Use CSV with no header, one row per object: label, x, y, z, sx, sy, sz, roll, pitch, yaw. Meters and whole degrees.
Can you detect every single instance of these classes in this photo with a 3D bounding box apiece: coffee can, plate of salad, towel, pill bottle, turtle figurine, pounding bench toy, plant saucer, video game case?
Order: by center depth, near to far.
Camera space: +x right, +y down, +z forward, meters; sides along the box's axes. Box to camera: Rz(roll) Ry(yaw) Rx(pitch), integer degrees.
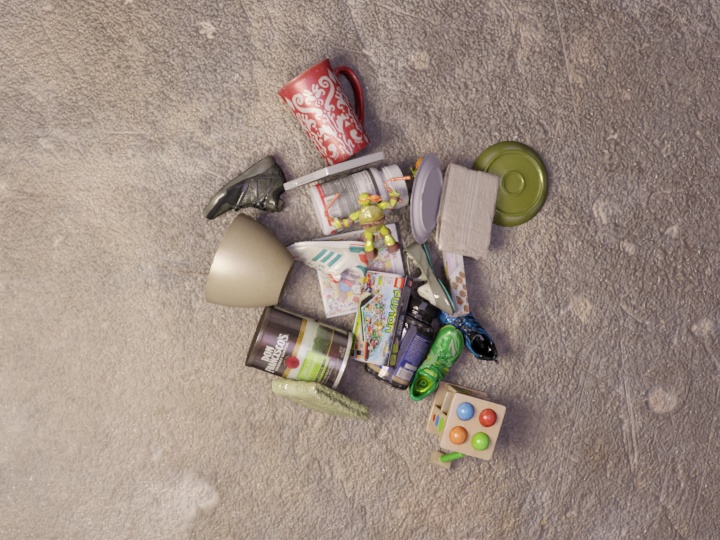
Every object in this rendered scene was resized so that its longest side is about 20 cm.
video game case,-0.059,-0.209,1.502,0.142,0.199,0.018,-21,98,-30
turtle figurine,0.035,-0.108,1.511,0.199,0.064,0.162,-24,121,-4
towel,-0.083,0.281,1.540,0.200,0.148,0.037,37,62,-42
coffee can,-0.135,0.170,1.560,0.199,0.146,0.147,20,90,-10
plate of salad,0.138,-0.160,1.575,0.048,0.200,0.202,9,92,22
pill bottle,-0.003,-0.161,1.577,0.198,0.114,0.115,-18,96,-8
pill bottle,0.098,0.158,1.610,0.111,0.112,0.201,27,91,-9
towel,0.242,-0.132,1.614,0.131,0.034,0.202,12,85,-17
pounding bench toy,0.228,0.376,1.623,0.123,0.156,0.202,16,91,-9
video game case,0.000,0.000,1.633,0.198,0.023,0.184,-12,95,-8
plant saucer,0.353,-0.204,1.671,0.198,0.031,0.202,0,93,-8

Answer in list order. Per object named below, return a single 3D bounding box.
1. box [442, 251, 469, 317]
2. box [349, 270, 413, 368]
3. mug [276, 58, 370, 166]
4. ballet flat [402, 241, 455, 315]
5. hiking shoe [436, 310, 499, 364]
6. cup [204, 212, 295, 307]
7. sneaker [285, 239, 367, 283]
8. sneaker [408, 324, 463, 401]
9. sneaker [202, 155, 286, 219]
box,0.214,0.005,1.626,0.038,0.041,0.202,-2,76,-9
box,0.043,0.106,1.570,0.109,0.035,0.202,6,80,33
mug,-0.056,-0.348,1.552,0.177,0.133,0.201,-33,101,-4
ballet flat,0.149,0.025,1.604,0.063,0.068,0.201,-22,61,-1
hiking shoe,0.248,0.130,1.646,0.200,0.087,0.074,43,87,-9
cup,-0.220,-0.002,1.499,0.142,0.200,0.202,21,90,0
sneaker,-0.077,-0.019,1.572,0.198,0.070,0.094,-2,88,-12
sneaker,0.173,0.218,1.619,0.074,0.084,0.201,28,106,3
sneaker,-0.243,-0.152,1.559,0.199,0.076,0.115,-36,92,-10
